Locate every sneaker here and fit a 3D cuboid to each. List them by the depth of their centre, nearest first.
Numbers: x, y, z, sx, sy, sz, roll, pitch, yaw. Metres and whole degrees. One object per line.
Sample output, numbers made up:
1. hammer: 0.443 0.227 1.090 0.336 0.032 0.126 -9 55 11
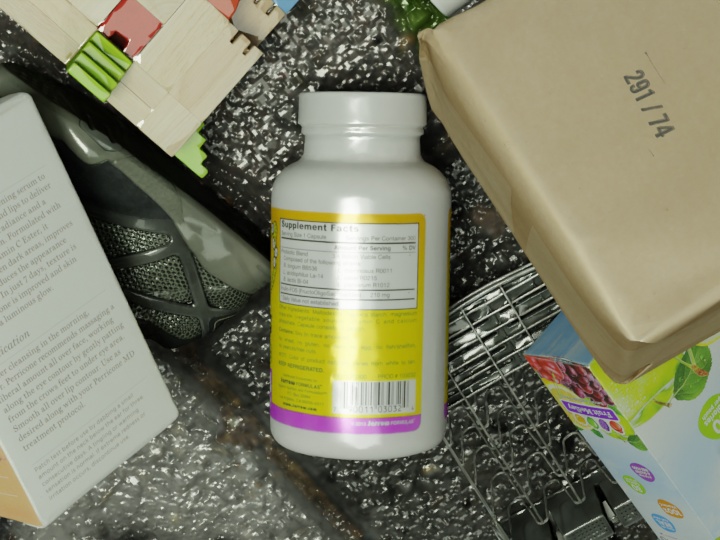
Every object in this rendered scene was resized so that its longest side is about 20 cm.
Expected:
1. sneaker: -0.153 -0.025 0.837 0.114 0.076 0.199 -46 114 7

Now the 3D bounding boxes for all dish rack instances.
1. dish rack: 0.120 0.088 0.920 0.153 0.055 0.201 -30 110 7

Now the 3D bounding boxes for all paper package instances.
1. paper package: 0.161 -0.074 0.763 0.190 0.104 0.201 -30 73 -4

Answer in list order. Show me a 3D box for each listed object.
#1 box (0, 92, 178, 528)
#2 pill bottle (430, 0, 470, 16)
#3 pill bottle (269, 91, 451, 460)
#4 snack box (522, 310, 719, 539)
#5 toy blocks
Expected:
1. box: -0.216 0.020 0.793 0.106 0.152 0.201 -39 116 -37
2. pill bottle: 0.095 -0.229 0.748 0.200 0.114 0.114 -39 110 12
3. pill bottle: 0.000 0.000 0.831 0.103 0.104 0.202 1 96 -5
4. snack box: 0.216 0.066 0.870 0.169 0.068 0.200 -47 114 -19
5. toy blocks: -0.115 -0.165 0.782 0.200 0.100 0.137 41 93 -19
